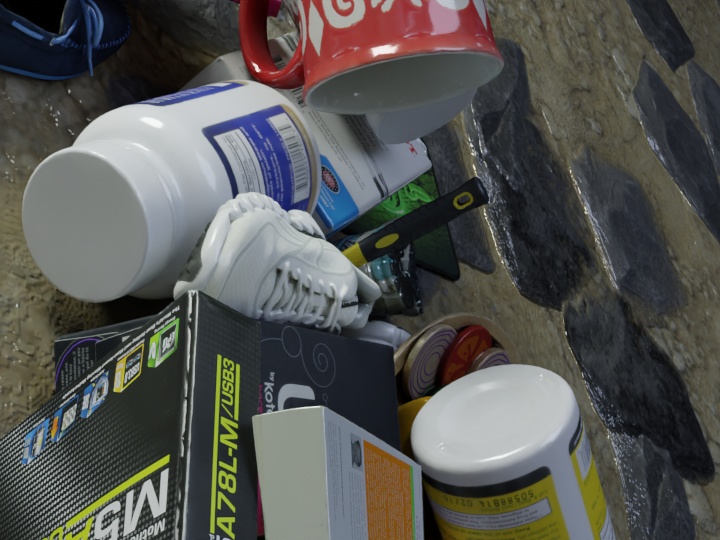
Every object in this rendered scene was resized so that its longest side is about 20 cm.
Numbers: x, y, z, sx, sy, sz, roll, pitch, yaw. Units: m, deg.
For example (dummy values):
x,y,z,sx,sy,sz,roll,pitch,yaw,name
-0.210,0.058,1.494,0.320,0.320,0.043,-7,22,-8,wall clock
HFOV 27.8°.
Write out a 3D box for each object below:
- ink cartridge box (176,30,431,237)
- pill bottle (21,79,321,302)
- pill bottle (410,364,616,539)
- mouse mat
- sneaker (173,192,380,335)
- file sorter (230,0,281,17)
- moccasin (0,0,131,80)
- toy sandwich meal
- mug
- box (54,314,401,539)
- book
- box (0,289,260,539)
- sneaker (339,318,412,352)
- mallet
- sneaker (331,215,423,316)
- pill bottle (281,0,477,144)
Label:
x,y,z,sx,sy,sz,roll,pitch,yaw,name
-0.046,-0.097,1.102,0.147,0.084,0.200,56,28,0,ink cartridge box
-0.117,-0.049,0.913,0.121,0.119,0.200,61,29,0,pill bottle
0.110,0.173,0.957,0.112,0.110,0.202,-66,141,-56,pill bottle
0.018,-0.083,1.280,0.199,0.007,0.162,22,47,-48,mouse mat
-0.044,0.004,0.866,0.081,0.076,0.200,35,12,15,sneaker
-0.146,-0.274,1.000,0.138,0.127,0.199,26,9,34,file sorter
-0.204,-0.164,0.927,0.081,0.068,0.200,62,28,3,moccasin
0.074,0.132,1.033,0.204,0.070,0.208,-14,110,-43,toy sandwich meal
-0.008,-0.215,0.956,0.133,0.175,0.202,43,38,-81,mug
-0.070,0.099,0.847,0.199,0.105,0.124,14,68,-54,box
-0.003,0.148,0.691,0.200,0.047,0.135,54,30,-71,book
-0.123,0.136,0.654,0.047,0.199,0.195,31,41,-31,box
0.044,0.114,1.100,0.199,0.073,0.081,36,58,-37,sneaker
0.000,0.000,0.984,0.041,0.198,0.066,-47,116,-74,mallet
-0.002,0.001,1.102,0.200,0.085,0.079,24,56,-81,sneaker
0.005,-0.199,1.080,0.112,0.112,0.201,3,54,-57,pill bottle
